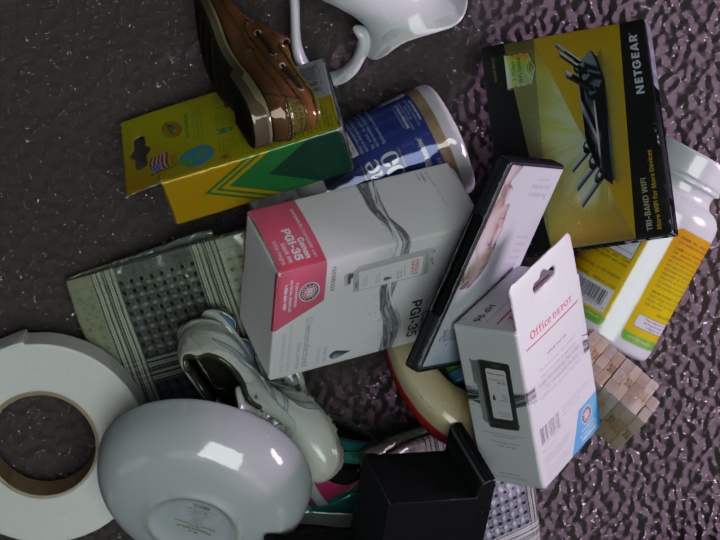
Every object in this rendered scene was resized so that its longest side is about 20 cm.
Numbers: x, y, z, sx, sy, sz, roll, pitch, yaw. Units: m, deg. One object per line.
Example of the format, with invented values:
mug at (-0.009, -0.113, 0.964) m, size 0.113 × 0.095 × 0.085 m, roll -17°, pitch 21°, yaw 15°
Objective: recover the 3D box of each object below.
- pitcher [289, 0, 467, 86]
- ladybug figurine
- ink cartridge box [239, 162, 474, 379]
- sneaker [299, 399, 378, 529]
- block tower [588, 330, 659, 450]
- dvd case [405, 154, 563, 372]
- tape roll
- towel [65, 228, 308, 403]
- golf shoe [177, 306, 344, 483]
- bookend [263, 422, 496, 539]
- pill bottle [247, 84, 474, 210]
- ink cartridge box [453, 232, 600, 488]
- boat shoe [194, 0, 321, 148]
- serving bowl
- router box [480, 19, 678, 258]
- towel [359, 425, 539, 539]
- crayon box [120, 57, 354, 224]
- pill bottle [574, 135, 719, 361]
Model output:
pitcher at (-0.025, -0.273, 1.604) m, size 0.171 × 0.121 × 0.200 m, roll -35°, pitch 118°, yaw 14°
ladybug figurine at (0.082, 0.091, 1.681) m, size 0.135 × 0.201 × 0.072 m, roll 0°, pitch 144°, yaw -32°
ink cartridge box at (0.000, 0.000, 1.579) m, size 0.199 × 0.083 × 0.147 m, roll -14°, pitch 140°, yaw -19°
sneaker at (-0.066, 0.184, 1.705) m, size 0.198 × 0.084 × 0.122 m, roll 1°, pitch 102°, yaw -12°
block tower at (0.187, 0.076, 1.664) m, size 0.200 × 0.054 × 0.058 m, roll 42°, pitch 135°, yaw 6°
dvd case at (0.111, -0.006, 1.562) m, size 0.017 × 0.142 × 0.201 m, roll 28°, pitch 103°, yaw 21°
tape roll at (-0.297, 0.156, 1.663) m, size 0.201 × 0.037 × 0.204 m, roll -1°, pitch 108°, yaw -3°
towel at (-0.159, 0.067, 1.669) m, size 0.191 × 0.035 × 0.201 m, roll -14°, pitch 107°, yaw 13°
golf shoe at (-0.098, 0.130, 1.612) m, size 0.078 × 0.097 × 0.200 m, roll -42°, pitch 100°, yaw 18°
bookend at (-0.001, 0.248, 1.580) m, size 0.199 × 0.092 × 0.200 m, roll -2°, pitch 120°, yaw -19°
pill bottle at (-0.004, -0.082, 1.644) m, size 0.199 × 0.111 × 0.112 m, roll -25°, pitch 106°, yaw -5°
ink cartridge box at (0.147, 0.076, 1.573) m, size 0.116 × 0.067 × 0.201 m, roll -39°, pitch 127°, yaw -45°
boat shoe at (-0.093, -0.181, 1.576) m, size 0.068 × 0.201 × 0.072 m, roll -15°, pitch 140°, yaw -14°
serving bowl at (-0.145, 0.205, 1.597) m, size 0.198 × 0.066 × 0.201 m, roll 5°, pitch 134°, yaw 5°
router box at (0.203, -0.120, 1.650) m, size 0.156 × 0.052 × 0.202 m, roll -9°, pitch 86°, yaw 16°
towel at (0.093, 0.236, 1.728) m, size 0.199 × 0.034 × 0.194 m, roll -17°, pitch 110°, yaw -30°
crayon box at (-0.113, -0.113, 1.596) m, size 0.199 × 0.127 × 0.051 m, roll -16°, pitch 127°, yaw 3°
pill bottle at (0.274, -0.025, 1.712) m, size 0.111 × 0.111 × 0.201 m, roll 27°, pitch 96°, yaw -15°
